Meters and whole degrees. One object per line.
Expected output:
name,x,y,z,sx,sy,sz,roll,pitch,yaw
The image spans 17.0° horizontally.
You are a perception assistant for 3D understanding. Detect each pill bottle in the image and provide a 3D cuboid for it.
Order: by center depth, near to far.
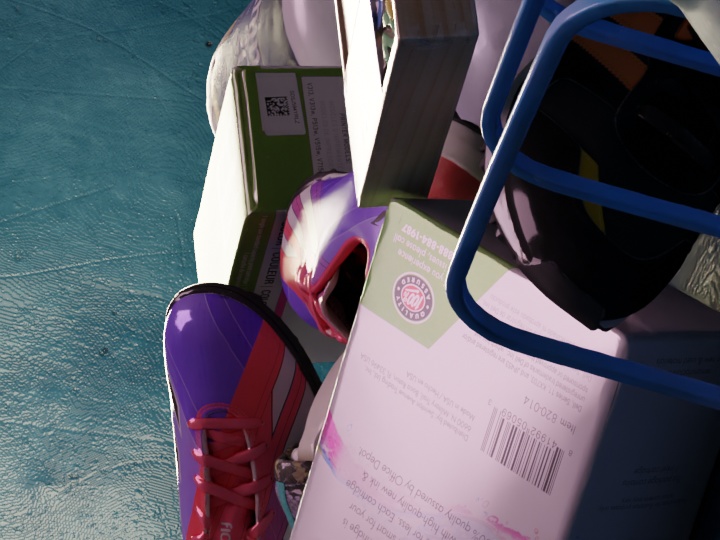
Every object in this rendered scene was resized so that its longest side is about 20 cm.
pill bottle,0.005,-0.108,1.132,0.200,0.111,0.111,143,144,-65

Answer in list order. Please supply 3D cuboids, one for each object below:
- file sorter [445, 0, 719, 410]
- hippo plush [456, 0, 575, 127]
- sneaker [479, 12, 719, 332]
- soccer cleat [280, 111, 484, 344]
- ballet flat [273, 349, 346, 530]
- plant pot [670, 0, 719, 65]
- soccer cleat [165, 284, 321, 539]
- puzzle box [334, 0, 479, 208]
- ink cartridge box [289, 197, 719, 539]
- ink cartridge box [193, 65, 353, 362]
file sorter,0.102,-0.080,0.532,0.139,0.122,0.201,109,175,-57
hippo plush,0.084,-0.119,0.926,0.159,0.200,0.161,-40,39,23
sneaker,0.102,-0.068,0.739,0.090,0.070,0.200,-41,13,42
soccer cleat,0.000,0.000,0.913,0.073,0.068,0.200,-56,8,-21
ballet flat,0.034,0.038,1.019,0.200,0.072,0.072,-45,-11,-26
plant pot,0.107,-0.084,0.331,0.200,0.134,0.201,-164,90,-87
soccer cleat,-0.050,0.103,1.044,0.073,0.068,0.201,-53,-40,-53
puzzle box,0.005,-0.136,0.776,0.133,0.025,0.201,103,162,-69
ink cartridge box,0.041,0.090,0.798,0.117,0.067,0.201,32,113,42
ink cartridge box,0.034,-0.024,1.079,0.148,0.199,0.076,110,156,-60
